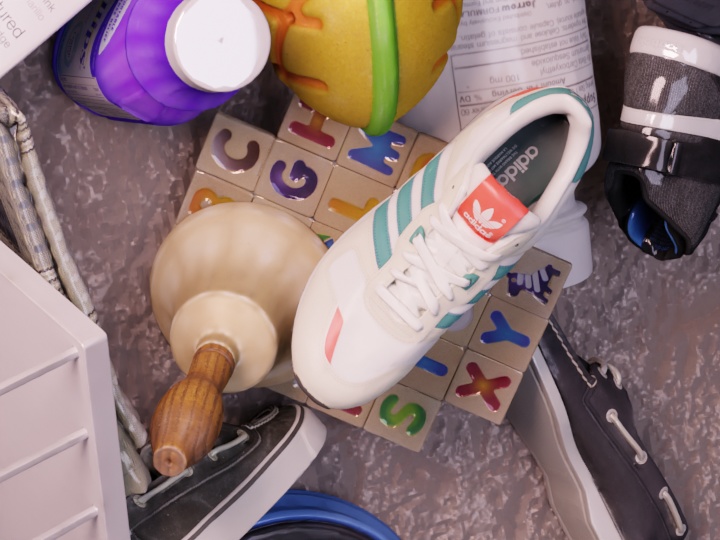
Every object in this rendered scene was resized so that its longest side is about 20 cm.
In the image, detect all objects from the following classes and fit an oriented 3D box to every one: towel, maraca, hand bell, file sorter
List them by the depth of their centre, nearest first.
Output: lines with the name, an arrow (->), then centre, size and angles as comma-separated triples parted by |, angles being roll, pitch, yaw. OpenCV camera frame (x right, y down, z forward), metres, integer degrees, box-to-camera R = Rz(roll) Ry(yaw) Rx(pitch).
file sorter -> -0.194, 0.098, 1.297 | 0.124, 0.139, 0.201 | -26, 133, -28
towel -> -0.148, 0.000, 1.360 | 0.034, 0.193, 0.201 | -21, 104, -11
maraca -> -0.008, -0.165, 1.373 | 0.107, 0.137, 0.201 | -9, 85, -13
hand bell -> -0.075, 0.050, 1.379 | 0.104, 0.200, 0.105 | 4, 113, 8

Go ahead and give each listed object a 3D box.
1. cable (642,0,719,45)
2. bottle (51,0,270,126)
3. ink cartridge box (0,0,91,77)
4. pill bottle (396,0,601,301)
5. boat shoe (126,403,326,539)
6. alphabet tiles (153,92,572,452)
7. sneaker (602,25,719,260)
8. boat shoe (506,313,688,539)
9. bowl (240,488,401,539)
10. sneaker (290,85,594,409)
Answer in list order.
cable -> 0.168, -0.200, 1.515 | 0.200, 0.051, 0.164 | 11, 55, -49
bottle -> -0.095, -0.111, 1.362 | 0.065, 0.200, 0.084 | 28, 86, -19
ink cartridge box -> -0.168, -0.205, 1.349 | 0.200, 0.145, 0.147 | -42, 109, -14
pill bottle -> 0.067, -0.091, 1.481 | 0.114, 0.114, 0.201 | -12, 101, -21
boat shoe -> -0.077, 0.103, 1.423 | 0.071, 0.200, 0.064 | -38, 93, 27
alphabet tiles -> 0.000, 0.000, 1.459 | 0.199, 0.006, 0.167 | 23, 114, 0
sneaker -> 0.190, -0.053, 1.538 | 0.200, 0.073, 0.112 | 23, 85, -51
boat shoe -> 0.123, 0.084, 1.551 | 0.060, 0.074, 0.200 | -33, 111, -16
bowl -> -0.042, 0.219, 1.515 | 0.200, 0.039, 0.201 | -3, 98, -23
sneaker -> 0.041, -0.017, 1.369 | 0.070, 0.093, 0.200 | 44, 81, -2
